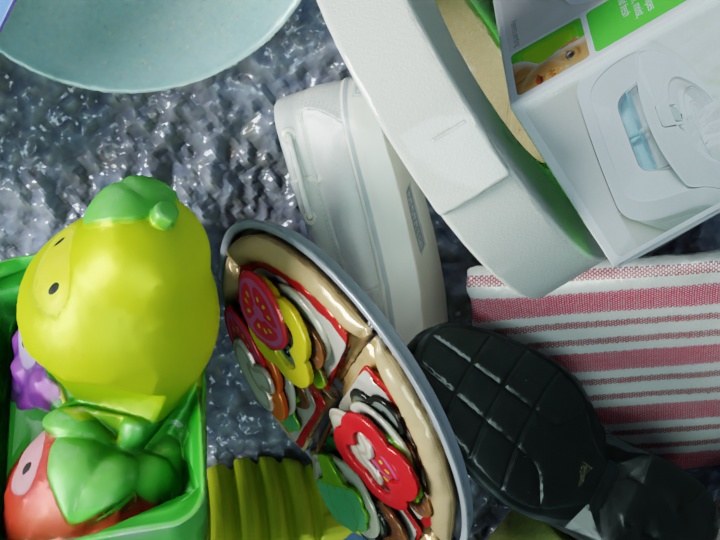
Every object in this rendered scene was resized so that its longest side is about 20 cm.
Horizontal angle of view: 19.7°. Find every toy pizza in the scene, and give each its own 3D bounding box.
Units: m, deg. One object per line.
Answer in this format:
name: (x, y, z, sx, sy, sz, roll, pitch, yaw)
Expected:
toy pizza: (-0.016, 0.066, 1.034, 0.032, 0.200, 0.201, -33, 119, -21)

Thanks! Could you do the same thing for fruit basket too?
fruit basket: (-0.132, 0.046, 1.007, 0.155, 0.216, 0.217, -11, 119, 6)

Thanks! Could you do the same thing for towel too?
towel: (0.133, 0.047, 1.063, 0.145, 0.030, 0.200, -5, 145, 7)

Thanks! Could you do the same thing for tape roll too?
tape roll: (0.044, -0.082, 0.926, 0.037, 0.203, 0.203, -30, 115, 16)

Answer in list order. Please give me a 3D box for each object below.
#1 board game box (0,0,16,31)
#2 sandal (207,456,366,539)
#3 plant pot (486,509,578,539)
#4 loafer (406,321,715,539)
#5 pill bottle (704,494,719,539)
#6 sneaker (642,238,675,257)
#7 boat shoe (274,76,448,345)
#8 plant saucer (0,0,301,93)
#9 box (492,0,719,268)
board game box: (-0.233, -0.127, 0.960, 0.134, 0.045, 0.200, 27, 119, -12)
sandal: (-0.088, 0.163, 1.150, 0.199, 0.080, 0.087, -12, 124, 15)
plant pot: (0.103, 0.225, 1.131, 0.200, 0.201, 0.185, 28, 104, -15)
loafer: (0.088, 0.091, 1.042, 0.200, 0.072, 0.073, 40, 76, -26)
pill bottle: (0.259, 0.104, 1.053, 0.113, 0.114, 0.201, 24, 116, -13)
sneaker: (0.181, -0.067, 1.016, 0.070, 0.082, 0.200, 40, 111, -18)
boat shoe: (0.000, 0.000, 1.059, 0.068, 0.072, 0.201, -6, 117, 16)
plant saucer: (-0.112, -0.182, 0.976, 0.200, 0.039, 0.202, 0, 119, 0)
box: (0.157, -0.120, 0.921, 0.176, 0.200, 0.097, -30, 115, 16)
